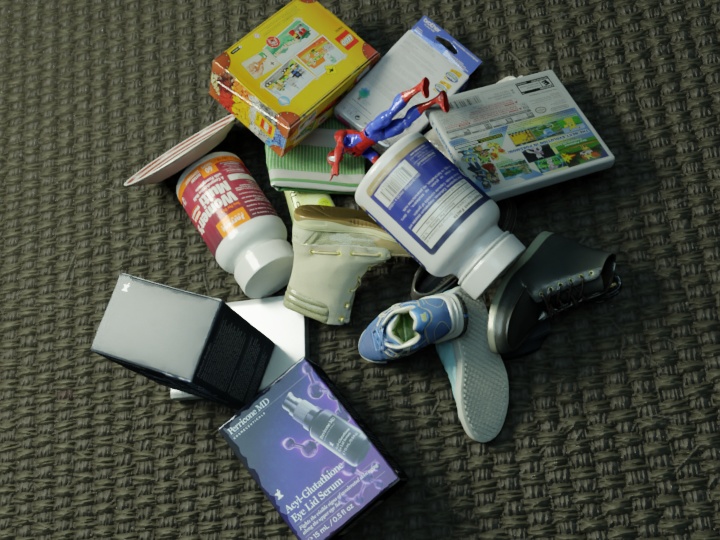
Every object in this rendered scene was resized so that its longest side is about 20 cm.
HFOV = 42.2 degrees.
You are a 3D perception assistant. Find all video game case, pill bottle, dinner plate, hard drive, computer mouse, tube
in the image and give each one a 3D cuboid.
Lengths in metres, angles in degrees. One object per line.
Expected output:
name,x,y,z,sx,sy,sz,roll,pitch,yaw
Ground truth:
video game case,0.211,-0.183,1.254,0.199,0.022,0.183,-16,57,-13
pill bottle,-0.173,-0.065,1.332,0.109,0.110,0.200,-35,66,0
dinner plate,-0.258,-0.173,1.375,0.200,0.200,0.024,-32,107,2
pill bottle,0.102,-0.063,1.154,0.120,0.120,0.200,-45,81,-4
hard drive,-0.170,0.108,1.315,0.199,0.026,0.132,-7,69,12
computer mouse,0.250,0.055,1.219,0.200,0.034,0.059,-31,65,2
tube,-0.086,-0.134,1.370,0.058,0.052,0.201,-35,66,38

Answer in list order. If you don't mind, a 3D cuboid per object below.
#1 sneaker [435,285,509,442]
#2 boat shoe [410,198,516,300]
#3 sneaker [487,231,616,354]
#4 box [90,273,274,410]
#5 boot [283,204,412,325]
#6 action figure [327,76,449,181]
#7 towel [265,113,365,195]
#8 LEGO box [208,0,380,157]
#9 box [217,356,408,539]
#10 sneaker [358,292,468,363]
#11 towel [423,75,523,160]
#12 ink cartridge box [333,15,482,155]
sneaker,0.139,0.121,1.215,0.074,0.082,0.201,-6,87,-18
boat shoe,0.142,-0.028,1.264,0.067,0.057,0.200,38,84,23
sneaker,0.241,0.031,1.172,0.106,0.075,0.200,14,54,34
box,-0.223,0.098,1.210,0.148,0.200,0.107,14,75,20
boot,0.000,0.000,1.257,0.199,0.072,0.155,9,113,-3
action figure,0.026,-0.172,1.267,0.200,0.065,0.099,-24,52,38
towel,-0.066,-0.205,1.368,0.152,0.023,0.201,1,68,-14
LEGO box,-0.095,-0.285,1.341,0.149,0.077,0.200,42,63,7
box,-0.059,0.234,1.185,0.148,0.104,0.200,-41,74,-2
sneaker,0.049,0.073,1.195,0.200,0.077,0.076,-33,68,51
towel,0.182,-0.183,1.322,0.200,0.034,0.133,-37,65,0
ink cartridge box,0.071,-0.264,1.362,0.119,0.042,0.200,40,82,11
